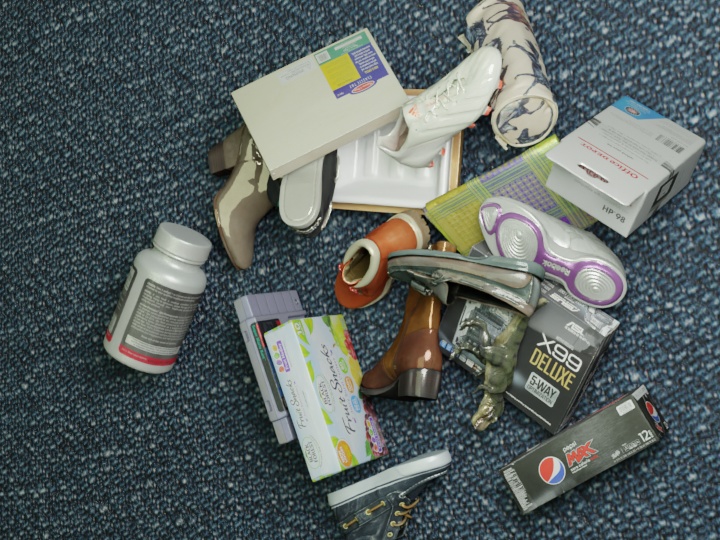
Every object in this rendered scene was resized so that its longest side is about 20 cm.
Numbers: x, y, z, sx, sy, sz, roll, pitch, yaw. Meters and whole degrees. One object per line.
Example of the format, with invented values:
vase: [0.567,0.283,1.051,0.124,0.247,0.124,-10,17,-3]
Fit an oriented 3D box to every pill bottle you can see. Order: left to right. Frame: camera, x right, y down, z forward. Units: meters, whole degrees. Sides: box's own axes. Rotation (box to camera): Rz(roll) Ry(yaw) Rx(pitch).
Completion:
pill bottle: [-0.289,0.038,1.645,0.110,0.110,0.202,30,104,24]

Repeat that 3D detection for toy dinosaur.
toy dinosaur: [0.157,0.097,1.378,0.087,0.047,0.202,24,121,12]

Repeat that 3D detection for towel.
towel: [0.189,-0.074,1.397,0.199,0.023,0.144,-28,122,26]

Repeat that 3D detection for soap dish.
soap dish: [0.045,-0.155,1.484,0.198,0.081,0.160,6,93,28]

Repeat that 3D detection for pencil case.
pencil case: [0.178,-0.239,1.367,0.089,0.077,0.202,-41,41,33]

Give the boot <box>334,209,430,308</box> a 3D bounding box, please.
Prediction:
boot: [0.000,0.000,1.470,0.075,0.107,0.200,51,141,10]

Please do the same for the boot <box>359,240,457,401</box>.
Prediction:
boot: [0.058,0.065,1.470,0.068,0.188,0.203,10,80,-14]

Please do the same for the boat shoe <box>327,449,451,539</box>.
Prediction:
boat shoe: [0.051,0.306,1.499,0.199,0.071,0.092,-29,79,32]

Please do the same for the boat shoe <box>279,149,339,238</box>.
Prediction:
boat shoe: [-0.059,-0.140,1.455,0.073,0.060,0.203,-1,71,17]

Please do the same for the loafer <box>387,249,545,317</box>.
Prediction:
loafer: [0.117,0.015,1.337,0.198,0.072,0.064,4,75,27]

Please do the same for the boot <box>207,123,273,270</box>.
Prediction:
boot: [-0.132,-0.114,1.589,0.144,0.070,0.203,-14,91,19]

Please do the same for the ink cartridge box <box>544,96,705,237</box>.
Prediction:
ink cartridge box: [0.292,-0.114,1.287,0.115,0.199,0.067,35,134,22]

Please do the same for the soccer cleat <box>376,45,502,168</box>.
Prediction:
soccer cleat: [0.093,-0.190,1.334,0.200,0.077,0.070,-48,38,43]

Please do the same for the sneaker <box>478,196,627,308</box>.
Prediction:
sneaker: [0.231,-0.026,1.370,0.199,0.100,0.075,33,116,7]

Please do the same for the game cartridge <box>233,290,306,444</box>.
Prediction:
game cartridge: [-0.097,0.127,1.536,0.038,0.129,0.202,-23,81,25]

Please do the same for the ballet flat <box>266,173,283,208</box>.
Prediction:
ballet flat: [-0.076,-0.179,1.521,0.072,0.073,0.202,9,74,27]

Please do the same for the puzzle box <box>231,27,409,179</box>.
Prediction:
puzzle box: [-0.049,-0.212,1.433,0.198,0.025,0.134,-26,63,-4]

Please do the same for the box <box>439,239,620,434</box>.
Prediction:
box: [0.200,0.079,1.399,0.199,0.050,0.159,36,126,23]

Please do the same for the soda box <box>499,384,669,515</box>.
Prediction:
soda box: [0.270,0.218,1.376,0.199,0.071,0.064,-35,80,24]

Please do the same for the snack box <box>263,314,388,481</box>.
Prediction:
snack box: [-0.043,0.164,1.500,0.053,0.142,0.202,-24,80,27]
